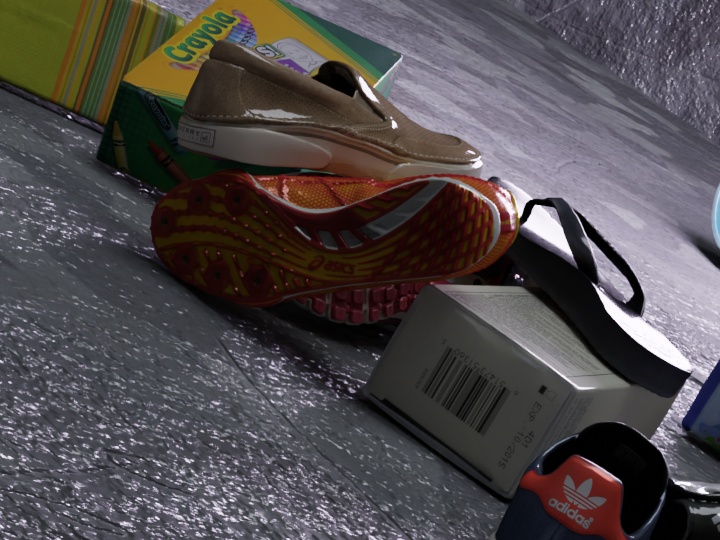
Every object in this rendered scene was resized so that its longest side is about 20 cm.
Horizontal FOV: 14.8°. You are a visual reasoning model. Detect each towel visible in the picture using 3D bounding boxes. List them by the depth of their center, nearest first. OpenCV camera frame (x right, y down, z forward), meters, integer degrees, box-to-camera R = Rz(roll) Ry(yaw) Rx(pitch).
[{"bbox_3d":[-0.199,-0.150,1.666,0.200,0.086,0.018,24,-16,-30],"label":"towel"}]

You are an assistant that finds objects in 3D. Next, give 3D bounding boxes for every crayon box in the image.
[{"bbox_3d":[-0.064,-0.099,1.671,0.119,0.058,0.200,24,28,8],"label":"crayon box"}]

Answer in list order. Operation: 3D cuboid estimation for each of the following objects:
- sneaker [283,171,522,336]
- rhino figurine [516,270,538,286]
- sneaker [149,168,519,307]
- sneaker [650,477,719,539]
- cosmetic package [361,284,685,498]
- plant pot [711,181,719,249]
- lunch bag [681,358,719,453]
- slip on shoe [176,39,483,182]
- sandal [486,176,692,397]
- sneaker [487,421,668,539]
[{"bbox_3d":[0.000,0.000,1.565,0.200,0.081,0.075,21,-14,-42],"label":"sneaker"},{"bbox_3d":[0.062,-0.008,1.692,0.200,0.087,0.060,25,13,-27],"label":"rhino figurine"},{"bbox_3d":[-0.014,-0.016,1.446,0.200,0.073,0.077,3,2,20],"label":"sneaker"},{"bbox_3d":[0.222,0.140,1.401,0.115,0.076,0.200,2,-5,-45],"label":"sneaker"},{"bbox_3d":[0.092,0.063,1.498,0.105,0.071,0.200,36,12,21],"label":"cosmetic package"},{"bbox_3d":[0.472,-0.034,2.671,0.188,0.200,0.200,42,3,-34],"label":"plant pot"},{"bbox_3d":[0.337,0.063,1.811,0.170,0.200,0.127,33,12,15],"label":"lunch bag"},{"bbox_3d":[-0.010,-0.082,1.496,0.200,0.061,0.076,7,6,-37],"label":"slip on shoe"},{"bbox_3d":[0.131,0.002,1.548,0.076,0.043,0.200,24,16,-40],"label":"sandal"},{"bbox_3d":[0.116,0.110,1.318,0.075,0.085,0.200,32,11,7],"label":"sneaker"}]
